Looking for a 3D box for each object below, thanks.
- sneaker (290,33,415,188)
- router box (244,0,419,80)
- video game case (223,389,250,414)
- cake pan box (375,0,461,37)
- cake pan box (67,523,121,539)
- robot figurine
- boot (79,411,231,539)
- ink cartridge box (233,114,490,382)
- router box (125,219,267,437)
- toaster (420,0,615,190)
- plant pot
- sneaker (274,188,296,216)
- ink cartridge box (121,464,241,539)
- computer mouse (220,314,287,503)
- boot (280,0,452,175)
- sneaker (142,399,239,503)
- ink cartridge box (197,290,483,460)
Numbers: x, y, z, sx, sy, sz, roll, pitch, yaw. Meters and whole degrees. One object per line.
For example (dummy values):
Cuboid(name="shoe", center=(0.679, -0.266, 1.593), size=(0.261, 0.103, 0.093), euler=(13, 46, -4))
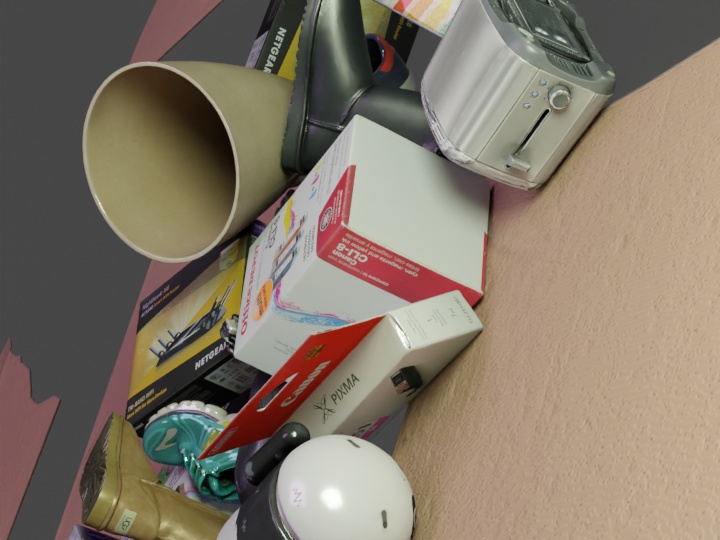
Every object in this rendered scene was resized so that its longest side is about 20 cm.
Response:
Cuboid(name="sneaker", center=(-0.035, -0.168, 1.912), size=(0.200, 0.085, 0.075), euler=(-45, 32, -23))
Cuboid(name="router box", center=(-0.026, -0.251, 2.003), size=(0.052, 0.157, 0.201), euler=(-21, 47, 64))
Cuboid(name="video game case", center=(-0.124, 0.076, 2.054), size=(0.201, 0.025, 0.181), euler=(-60, 19, 12))
Cuboid(name="cake pan box", center=(0.113, -0.303, 1.677), size=(0.184, 0.052, 0.201), euler=(35, 103, 32))
Cuboid(name="cake pan box", center=(-0.210, 0.344, 1.667), size=(0.185, 0.199, 0.052), euler=(-66, 21, 3))
Cuboid(name="robot figurine", center=(-0.039, 0.217, 1.489), size=(0.200, 0.150, 0.125), euler=(-50, 6, 39))
Cuboid(name="boot", center=(-0.152, 0.221, 1.668), size=(0.066, 0.199, 0.175), euler=(-57, 17, 20))
Cuboid(name="ink cartridge box", center=(0.000, 0.000, 1.625), size=(0.200, 0.144, 0.146), euler=(-50, 24, 39))
Cuboid(name="router box", center=(-0.153, 0.062, 1.835), size=(0.200, 0.052, 0.158), euler=(-36, 39, 40))
Cuboid(name="toaster", center=(0.123, -0.160, 1.541), size=(0.129, 0.113, 0.200), euler=(-58, 27, 25))
Cuboid(name="plant pot", center=(-0.129, -0.121, 1.777), size=(0.200, 0.187, 0.187), euler=(-23, -23, -52))
Cuboid(name="sneaker", center=(-0.039, 0.007, 1.851), size=(0.081, 0.074, 0.201), euler=(130, 145, -50))
Cuboid(name="ink cartridge box", center=(-0.167, 0.275, 1.818), size=(0.145, 0.084, 0.200), euler=(-58, 19, 18))
Cuboid(name="computer mouse", center=(-0.063, 0.136, 1.657), size=(0.053, 0.138, 0.201), euler=(-33, 45, 45))
Cuboid(name="boot", center=(0.025, -0.166, 1.696), size=(0.076, 0.167, 0.201), euler=(-24, -54, -73))
Cuboid(name="sneaker", center=(-0.135, 0.175, 1.751), size=(0.199, 0.078, 0.080), euler=(4, 49, 38))
Cuboid(name="ink cartridge box", center=(-0.017, 0.101, 1.524), size=(0.044, 0.173, 0.200), euler=(57, 133, 17))
